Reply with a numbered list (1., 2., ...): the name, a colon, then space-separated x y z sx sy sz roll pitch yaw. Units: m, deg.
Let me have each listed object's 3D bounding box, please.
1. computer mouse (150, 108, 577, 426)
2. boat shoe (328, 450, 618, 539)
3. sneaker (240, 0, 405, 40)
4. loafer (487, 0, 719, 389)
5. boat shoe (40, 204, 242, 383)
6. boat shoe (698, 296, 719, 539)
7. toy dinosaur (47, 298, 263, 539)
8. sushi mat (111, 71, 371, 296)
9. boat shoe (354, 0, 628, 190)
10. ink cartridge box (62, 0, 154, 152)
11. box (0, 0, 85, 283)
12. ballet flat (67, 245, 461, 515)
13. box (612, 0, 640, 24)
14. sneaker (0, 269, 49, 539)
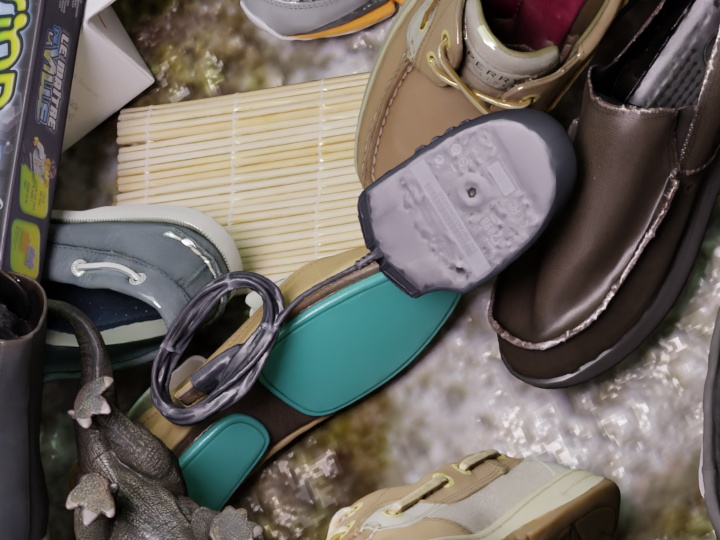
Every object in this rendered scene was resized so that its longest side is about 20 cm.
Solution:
1. computer mouse: 0.000 0.000 1.101 0.199 0.034 0.059 -31 87 15
2. boat shoe: 0.020 0.116 1.031 0.066 0.199 0.075 21 111 31
3. sneaker: 0.018 -0.184 1.199 0.200 0.077 0.078 -47 63 4
4. loafer: 0.104 -0.049 1.106 0.073 0.071 0.201 29 89 45
5. boat shoe: -0.148 0.015 1.189 0.199 0.073 0.062 -6 31 24
6. boat shoe: 0.169 0.022 1.074 0.066 0.057 0.202 2 73 25
7. toy dinosaur: -0.082 0.100 1.088 0.077 0.102 0.200 -42 72 -14
8. sushi mat: -0.019 -0.039 1.200 0.199 0.012 0.096 -8 70 20
9. boat shoe: 0.056 -0.097 1.107 0.074 0.066 0.201 29 114 -4
10. ink cartridge box: -0.173 -0.101 1.253 0.199 0.067 0.116 -36 58 8
11. box: -0.176 -0.085 1.188 0.109 0.035 0.202 -3 69 24
12. ballet flat: -0.046 0.043 1.157 0.200 0.069 0.063 -41 44 4
13. box: 0.111 -0.214 1.137 0.200 0.044 0.160 -39 103 5
14. sneaker: -0.169 0.033 1.110 0.200 0.074 0.107 36 123 52
